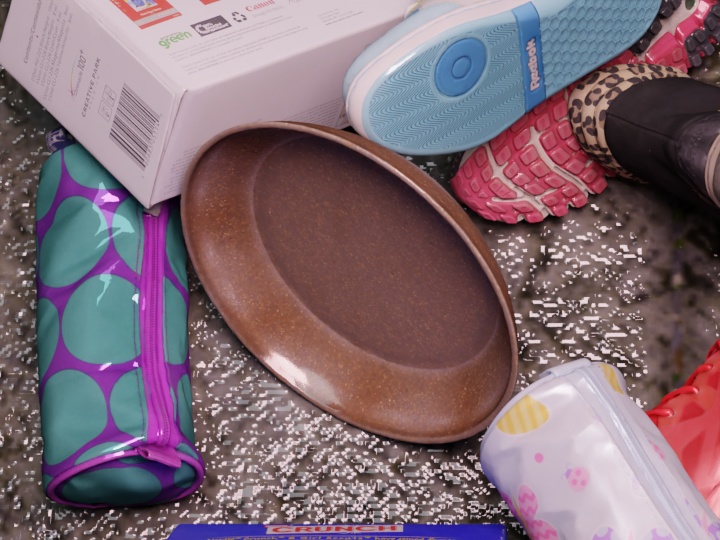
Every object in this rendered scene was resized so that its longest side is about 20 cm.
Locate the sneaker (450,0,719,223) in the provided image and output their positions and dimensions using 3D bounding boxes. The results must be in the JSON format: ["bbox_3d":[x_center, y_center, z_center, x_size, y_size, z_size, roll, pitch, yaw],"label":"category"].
[{"bbox_3d":[0.123,-0.105,1.203,0.200,0.081,0.075,-45,39,-15],"label":"sneaker"}]

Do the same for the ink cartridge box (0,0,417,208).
[{"bbox_3d":[-0.088,-0.145,1.187,0.200,0.084,0.176,-25,58,-41],"label":"ink cartridge box"}]

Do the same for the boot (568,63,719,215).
[{"bbox_3d":[0.217,-0.054,1.144,0.151,0.200,0.073,29,106,53],"label":"boot"}]

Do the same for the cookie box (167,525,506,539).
[{"bbox_3d":[-0.017,0.172,0.996,0.171,0.200,0.075,-1,96,7],"label":"cookie box"}]

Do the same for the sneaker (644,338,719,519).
[{"bbox_3d":[0.160,0.070,1.104,0.115,0.078,0.200,11,65,10],"label":"sneaker"}]

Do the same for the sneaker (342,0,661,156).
[{"bbox_3d":[0.046,-0.134,1.129,0.200,0.080,0.131,-26,45,-30],"label":"sneaker"}]

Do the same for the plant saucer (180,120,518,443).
[{"bbox_3d":[0.000,0.000,1.099,0.200,0.201,0.037,28,50,18],"label":"plant saucer"}]

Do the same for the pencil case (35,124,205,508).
[{"bbox_3d":[-0.127,0.024,1.153,0.085,0.092,0.200,14,59,-35],"label":"pencil case"}]

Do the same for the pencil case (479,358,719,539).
[{"bbox_3d":[0.134,0.134,0.999,0.083,0.091,0.200,-24,54,-15],"label":"pencil case"}]
